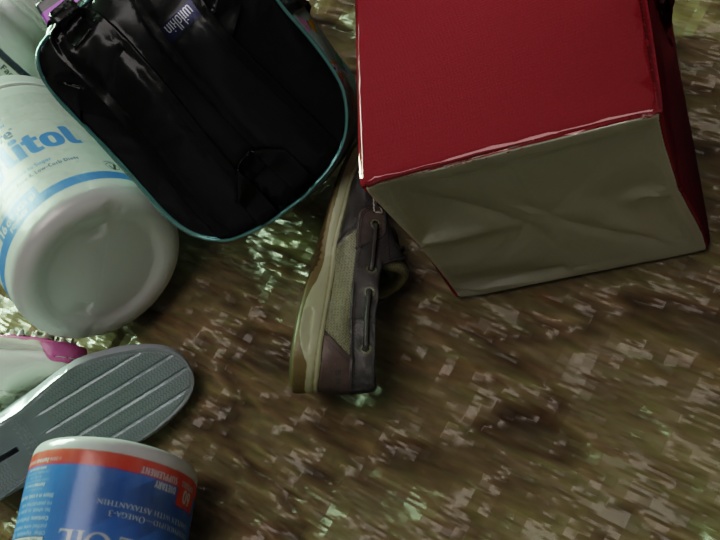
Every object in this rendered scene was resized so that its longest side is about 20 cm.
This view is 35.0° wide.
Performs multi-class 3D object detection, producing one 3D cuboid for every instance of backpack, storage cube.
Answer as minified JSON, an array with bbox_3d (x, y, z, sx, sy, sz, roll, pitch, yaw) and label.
[{"bbox_3d":[-0.098,-0.125,0.801,0.176,0.153,0.200,-40,88,7],"label":"backpack"},{"bbox_3d":[0.106,-0.108,0.716,0.199,0.171,0.180,-13,61,20],"label":"storage cube"}]

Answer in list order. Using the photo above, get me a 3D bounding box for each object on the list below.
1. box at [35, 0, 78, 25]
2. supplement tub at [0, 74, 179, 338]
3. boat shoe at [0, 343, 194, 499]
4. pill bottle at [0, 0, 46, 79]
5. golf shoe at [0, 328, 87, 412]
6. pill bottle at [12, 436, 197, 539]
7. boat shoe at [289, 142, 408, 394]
[{"bbox_3d":[-0.150,-0.166,0.908,0.143,0.036,0.200,-32,82,9],"label":"box"},{"bbox_3d":[-0.238,-0.052,0.879,0.132,0.132,0.200,-46,51,-2],"label":"supplement tub"},{"bbox_3d":[-0.217,0.106,0.825,0.200,0.067,0.074,-23,97,-9],"label":"boat shoe"},{"bbox_3d":[-0.350,-0.179,1.020,0.200,0.111,0.111,-49,54,-4],"label":"pill bottle"},{"bbox_3d":[-0.291,0.096,0.878,0.199,0.075,0.092,-10,71,29],"label":"golf shoe"},{"bbox_3d":[-0.172,0.215,0.721,0.112,0.112,0.201,-6,63,24],"label":"pill bottle"},{"bbox_3d":[0.000,0.000,0.781,0.066,0.072,0.201,13,54,1],"label":"boat shoe"}]
